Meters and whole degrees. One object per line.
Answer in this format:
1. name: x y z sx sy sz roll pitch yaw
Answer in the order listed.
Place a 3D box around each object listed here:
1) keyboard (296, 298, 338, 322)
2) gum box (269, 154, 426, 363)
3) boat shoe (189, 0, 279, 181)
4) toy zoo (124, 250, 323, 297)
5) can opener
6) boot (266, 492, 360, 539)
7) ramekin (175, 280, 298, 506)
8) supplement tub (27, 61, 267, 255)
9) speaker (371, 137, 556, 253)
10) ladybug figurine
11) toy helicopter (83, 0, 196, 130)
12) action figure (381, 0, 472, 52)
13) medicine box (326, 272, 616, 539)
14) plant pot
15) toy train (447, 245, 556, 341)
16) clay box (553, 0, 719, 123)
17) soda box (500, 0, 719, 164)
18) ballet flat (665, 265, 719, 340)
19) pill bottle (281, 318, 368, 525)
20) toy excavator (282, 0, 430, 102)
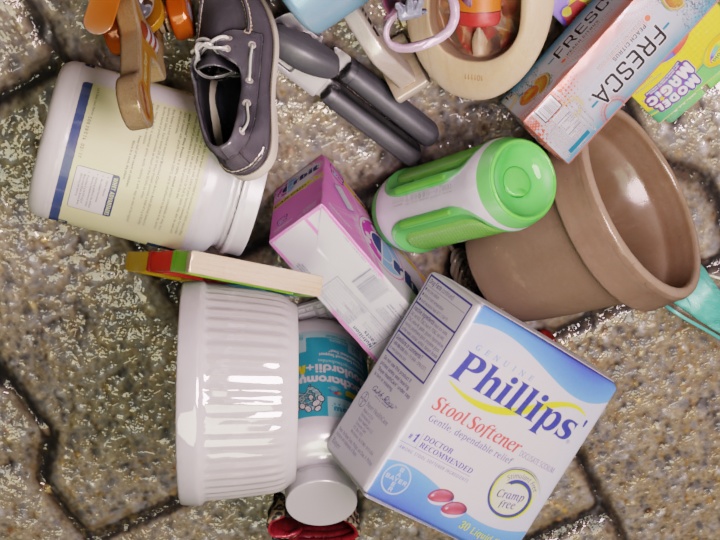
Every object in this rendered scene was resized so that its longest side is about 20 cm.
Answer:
1. keyboard: -0.073 0.064 1.474 0.199 0.011 0.057 -17 121 7
2. gum box: 0.000 0.000 1.371 0.066 0.114 0.200 -34 113 16
3. boat shoe: -0.114 -0.179 1.223 0.072 0.201 0.063 -17 158 23
4. toy zoo: -0.136 0.003 1.317 0.130 0.200 0.021 12 85 -28
5. can opener: -0.011 -0.162 1.308 0.200 0.067 0.053 35 114 -22
6. boot: -0.086 0.206 1.474 0.199 0.151 0.073 13 132 -13
7. ramekin: -0.109 0.109 1.268 0.104 0.201 0.201 0 121 -3
8. supplement tub: -0.191 -0.097 1.291 0.199 0.145 0.146 15 119 -12
9. speaker: 0.091 -0.067 1.297 0.088 0.089 0.200 35 158 -22
10. ladybug figurine: 0.107 -0.253 1.244 0.135 0.072 0.201 9 113 14
11. toy helicopter: -0.191 -0.202 1.195 0.078 0.201 0.133 -11 139 4
12. action figure: 0.056 -0.308 1.170 0.133 0.201 0.149 -14 153 -6
13. medicine box: 0.103 0.136 1.313 0.182 0.103 0.201 29 95 -28
14. plant pot: 0.200 -0.035 1.347 0.174 0.201 0.200 -27 121 35
15. toy train: 0.131 0.064 1.424 0.084 0.116 0.200 -30 118 14
16. clay box: 0.269 -0.225 1.297 0.200 0.048 0.115 40 111 -23
17. soda box: 0.217 -0.192 1.227 0.063 0.068 0.200 39 99 -24
18. ballet flat: 0.400 0.056 1.468 0.200 0.067 0.071 34 100 -23
19. pill bottle: -0.042 0.153 1.411 0.110 0.201 0.111 -3 134 -3
20. toy excavator: -0.018 -0.238 1.233 0.099 0.194 0.201 -29 91 14
